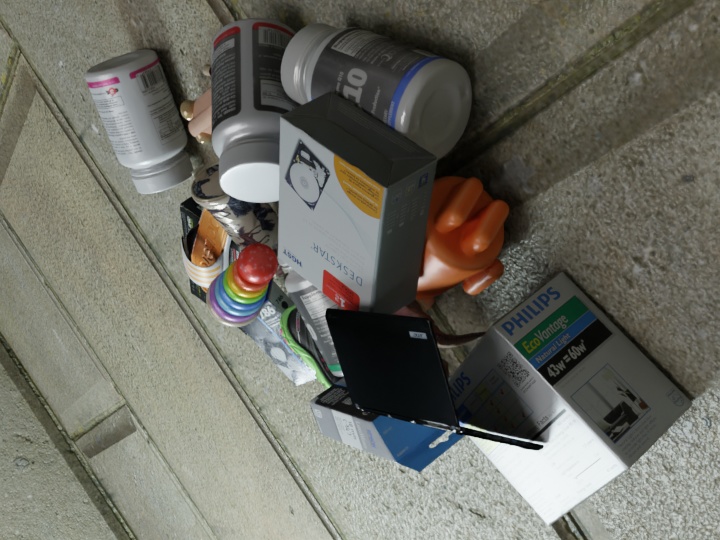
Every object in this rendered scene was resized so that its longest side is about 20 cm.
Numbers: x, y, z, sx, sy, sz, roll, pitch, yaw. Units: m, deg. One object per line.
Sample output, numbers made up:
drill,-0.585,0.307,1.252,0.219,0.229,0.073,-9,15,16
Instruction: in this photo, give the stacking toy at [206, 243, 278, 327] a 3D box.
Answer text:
stacking toy,-0.159,0.016,1.343,0.085,0.085,0.200,54,156,3

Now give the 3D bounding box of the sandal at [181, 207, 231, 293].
sandal,-0.240,-0.038,1.457,0.079,0.059,0.207,42,139,21

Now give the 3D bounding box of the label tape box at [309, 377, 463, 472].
label tape box,0.051,0.187,1.314,0.200,0.144,0.063,9,123,48

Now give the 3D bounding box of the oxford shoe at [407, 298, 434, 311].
oxford shoe,0.000,0.000,1.236,0.200,0.073,0.071,41,170,-1

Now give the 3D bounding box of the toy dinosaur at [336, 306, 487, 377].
toy dinosaur,0.044,0.065,1.147,0.200,0.086,0.136,8,144,36

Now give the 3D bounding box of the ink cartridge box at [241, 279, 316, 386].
ink cartridge box,-0.125,0.090,1.494,0.099,0.039,0.200,-27,110,43

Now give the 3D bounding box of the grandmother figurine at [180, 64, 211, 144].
grandmother figurine,-0.186,-0.232,1.340,0.121,0.061,0.200,52,151,-9

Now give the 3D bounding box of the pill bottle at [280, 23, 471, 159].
pill bottle,0.013,-0.200,1.056,0.200,0.114,0.114,29,138,36

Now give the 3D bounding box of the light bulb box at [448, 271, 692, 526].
light bulb box,0.217,0.146,1.078,0.200,0.125,0.198,48,147,14

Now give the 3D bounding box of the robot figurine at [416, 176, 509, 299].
robot figurine,0.084,-0.036,1.103,0.200,0.144,0.117,-36,56,57

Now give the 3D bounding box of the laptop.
laptop,0.077,0.117,1.040,0.177,0.200,0.103,4,78,53

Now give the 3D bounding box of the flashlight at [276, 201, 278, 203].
flashlight,-0.058,-0.106,1.280,0.068,0.068,0.200,23,171,-35

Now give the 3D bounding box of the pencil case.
pencil case,-0.160,-0.072,1.363,0.089,0.078,0.200,19,157,39

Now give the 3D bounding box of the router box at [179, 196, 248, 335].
router box,-0.214,-0.013,1.560,0.150,0.062,0.200,34,141,31

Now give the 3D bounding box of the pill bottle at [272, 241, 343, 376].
pill bottle,-0.033,0.034,1.319,0.113,0.113,0.200,-14,106,56

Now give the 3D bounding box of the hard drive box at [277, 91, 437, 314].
hard drive box,-0.009,-0.063,1.027,0.156,0.077,0.200,36,142,29

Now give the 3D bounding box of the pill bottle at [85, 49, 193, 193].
pill bottle,-0.335,-0.227,1.485,0.113,0.113,0.200,12,127,47

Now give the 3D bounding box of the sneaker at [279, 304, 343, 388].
sneaker,-0.031,0.123,1.421,0.084,0.077,0.200,-40,104,20

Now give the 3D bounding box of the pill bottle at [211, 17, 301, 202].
pill bottle,-0.122,-0.190,1.156,0.114,0.114,0.200,132,139,-57
